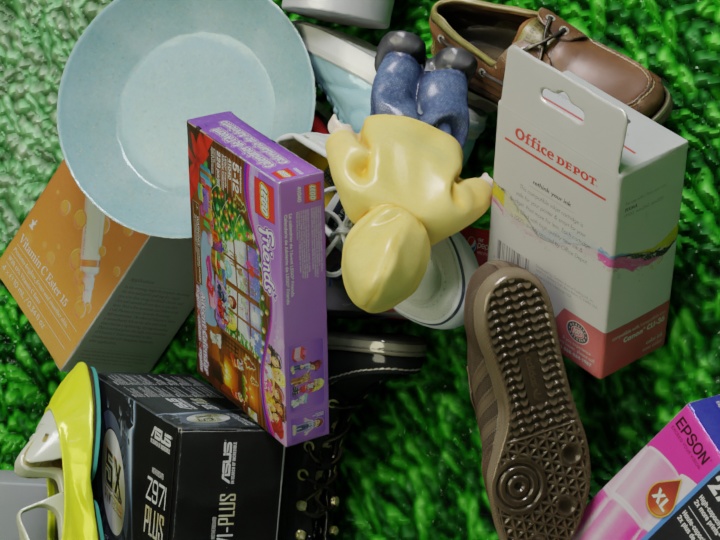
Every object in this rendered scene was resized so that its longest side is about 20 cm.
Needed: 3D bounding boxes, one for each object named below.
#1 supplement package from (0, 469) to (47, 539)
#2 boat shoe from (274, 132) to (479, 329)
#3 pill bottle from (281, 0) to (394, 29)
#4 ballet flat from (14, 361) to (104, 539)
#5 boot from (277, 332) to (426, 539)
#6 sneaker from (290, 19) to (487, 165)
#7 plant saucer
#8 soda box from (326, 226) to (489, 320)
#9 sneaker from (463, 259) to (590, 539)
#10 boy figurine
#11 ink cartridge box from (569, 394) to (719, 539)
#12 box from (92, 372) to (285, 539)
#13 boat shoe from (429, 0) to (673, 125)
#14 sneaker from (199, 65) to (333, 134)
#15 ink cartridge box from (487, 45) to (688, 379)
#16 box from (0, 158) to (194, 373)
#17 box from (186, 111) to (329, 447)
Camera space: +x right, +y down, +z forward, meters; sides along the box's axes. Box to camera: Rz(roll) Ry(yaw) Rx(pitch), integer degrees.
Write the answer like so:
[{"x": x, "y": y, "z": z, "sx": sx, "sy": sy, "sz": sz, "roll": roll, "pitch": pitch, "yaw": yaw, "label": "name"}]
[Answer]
[{"x": -0.308, "y": 0.239, "z": 1.814, "sx": 0.110, "sy": 0.199, "sz": 0.157, "roll": 6, "pitch": 88, "yaw": 42, "label": "supplement package"}, {"x": 0.000, "y": -0.034, "z": 1.567, "sx": 0.075, "sy": 0.086, "sz": 0.202, "roll": -55, "pitch": 52, "yaw": 20, "label": "boat shoe"}, {"x": -0.002, "y": -0.284, "z": 1.671, "sx": 0.111, "sy": 0.111, "sz": 0.202, "roll": 10, "pitch": 91, "yaw": 42, "label": "pill bottle"}, {"x": -0.225, "y": 0.165, "z": 1.697, "sx": 0.067, "sy": 0.066, "sz": 0.202, "roll": 139, "pitch": 129, "yaw": -64, "label": "ballet flat"}, {"x": -0.023, "y": 0.125, "z": 1.659, "sx": 0.203, "sy": 0.073, "sz": 0.155, "roll": -11, "pitch": 79, "yaw": 50, "label": "boot"}, {"x": 0.002, "y": -0.120, "z": 1.671, "sx": 0.200, "sy": 0.074, "sz": 0.082, "roll": 35, "pitch": 104, "yaw": 40, "label": "sneaker"}, {"x": -0.126, "y": -0.119, "z": 1.692, "sx": 0.199, "sy": 0.039, "sz": 0.203, "roll": -2, "pitch": 79, "yaw": 12, "label": "plant saucer"}, {"x": 0.000, "y": 0.000, "z": 1.662, "sx": 0.199, "sy": 0.063, "sz": 0.071, "roll": 1, "pitch": 83, "yaw": 41, "label": "soda box"}, {"x": 0.107, "y": 0.091, "z": 1.507, "sx": 0.076, "sy": 0.070, "sz": 0.202, "roll": -133, "pitch": 37, "yaw": -75, "label": "sneaker"}, {"x": 0.034, "y": -0.061, "z": 1.511, "sx": 0.065, "sy": 0.123, "sz": 0.201, "roll": 119, "pitch": 163, "yaw": -58, "label": "boy figurine"}, {"x": 0.210, "y": 0.158, "z": 1.472, "sx": 0.200, "sy": 0.037, "sz": 0.095, "roll": -47, "pitch": 56, "yaw": 25, "label": "ink cartridge box"}, {"x": -0.136, "y": 0.175, "z": 1.689, "sx": 0.200, "sy": 0.085, "sz": 0.165, "roll": -157, "pitch": 72, "yaw": -63, "label": "box"}, {"x": 0.121, "y": -0.139, "z": 1.552, "sx": 0.199, "sy": 0.068, "sz": 0.072, "roll": 17, "pitch": 55, "yaw": 41, "label": "boat shoe"}, {"x": -0.085, "y": -0.119, "z": 1.741, "sx": 0.200, "sy": 0.085, "sz": 0.077, "roll": 51, "pitch": 117, "yaw": 35, "label": "sneaker"}, {"x": 0.146, "y": -0.047, "z": 1.476, "sx": 0.116, "sy": 0.067, "sz": 0.201, "roll": 35, "pitch": 137, "yaw": 38, "label": "ink cartridge box"}, {"x": -0.183, "y": -0.031, "z": 1.809, "sx": 0.201, "sy": 0.097, "sz": 0.125, "roll": -54, "pitch": 54, "yaw": 22, "label": "box"}, {"x": -0.073, "y": 0.004, "z": 1.594, "sx": 0.137, "sy": 0.039, "sz": 0.202, "roll": 34, "pitch": 131, "yaw": 51, "label": "box"}]
